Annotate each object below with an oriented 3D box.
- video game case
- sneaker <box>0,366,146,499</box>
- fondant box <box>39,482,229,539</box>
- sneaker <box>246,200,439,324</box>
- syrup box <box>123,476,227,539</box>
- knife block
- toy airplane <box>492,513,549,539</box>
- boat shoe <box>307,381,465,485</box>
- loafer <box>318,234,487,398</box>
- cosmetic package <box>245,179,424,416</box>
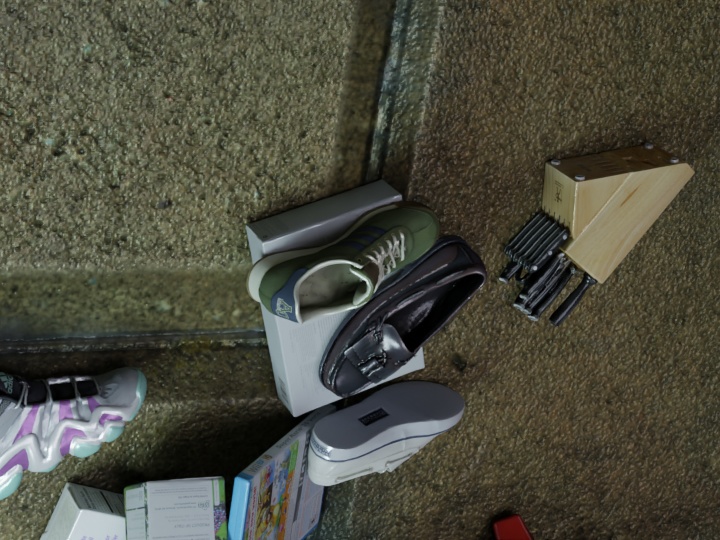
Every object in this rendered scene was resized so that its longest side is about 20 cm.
[{"bbox_3d":[-0.081,0.231,1.622,0.200,0.018,0.144,-35,139,-61],"label":"video game case"},{"bbox_3d":[-0.303,0.115,1.493,0.199,0.078,0.140,-32,124,-11],"label":"sneaker"},{"bbox_3d":[-0.228,0.305,1.635,0.199,0.058,0.145,19,104,-31],"label":"fondant box"},{"bbox_3d":[0.000,0.000,1.526,0.199,0.090,0.067,-21,120,-19],"label":"sneaker"},{"bbox_3d":[-0.172,0.299,1.540,0.081,0.079,0.201,0,80,-24],"label":"syrup box"},{"bbox_3d":[0.245,-0.031,1.714,0.199,0.064,0.177,-11,118,-23],"label":"knife block"},{"bbox_3d":[0.210,0.397,1.853,0.199,0.141,0.200,23,89,0],"label":"toy airplane"},{"bbox_3d":[0.025,0.173,1.681,0.199,0.071,0.070,-19,136,-42],"label":"boat shoe"},{"bbox_3d":[0.041,0.051,1.585,0.200,0.063,0.072,-46,129,1],"label":"loafer"},{"bbox_3d":[-0.022,0.028,1.612,0.150,0.052,0.201,-18,120,-17],"label":"cosmetic package"}]
